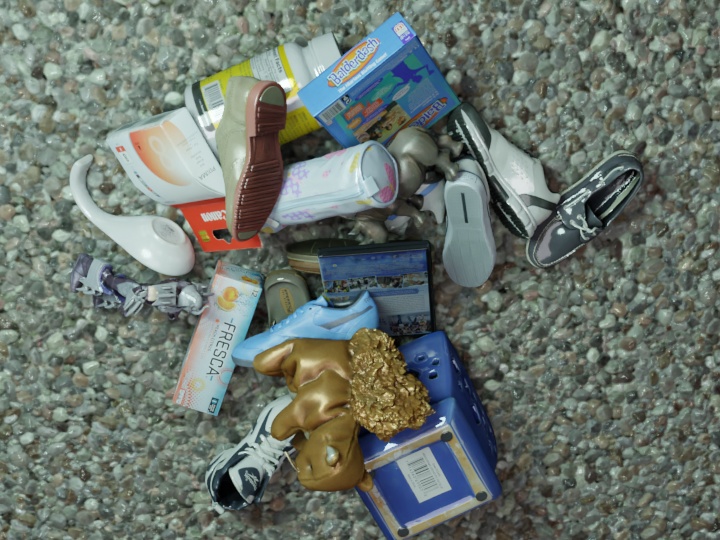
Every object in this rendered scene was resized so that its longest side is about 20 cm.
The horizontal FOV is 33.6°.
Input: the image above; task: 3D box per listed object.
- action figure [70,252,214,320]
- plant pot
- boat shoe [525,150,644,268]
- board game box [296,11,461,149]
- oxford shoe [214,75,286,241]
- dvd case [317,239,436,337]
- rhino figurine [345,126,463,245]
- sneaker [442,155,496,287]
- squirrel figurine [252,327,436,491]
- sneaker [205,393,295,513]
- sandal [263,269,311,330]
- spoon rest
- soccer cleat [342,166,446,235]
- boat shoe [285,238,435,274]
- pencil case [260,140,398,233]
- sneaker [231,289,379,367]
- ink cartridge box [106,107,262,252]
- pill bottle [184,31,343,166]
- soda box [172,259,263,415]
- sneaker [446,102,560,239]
[{"bbox_3d":[-0.277,0.031,1.538,0.200,0.130,0.069,11,85,30],"label":"action figure"},{"bbox_3d":[0.073,0.234,1.604,0.200,0.180,0.200,-25,116,7],"label":"plant pot"},{"bbox_3d":[0.297,-0.076,1.580,0.073,0.063,0.200,40,103,-15],"label":"boat shoe"},{"bbox_3d":[0.027,-0.210,1.446,0.152,0.200,0.045,-38,65,6],"label":"board game box"},{"bbox_3d":[-0.138,-0.135,1.425,0.075,0.070,0.200,23,110,34],"label":"oxford shoe"},{"bbox_3d":[0.025,0.030,1.564,0.142,0.018,0.200,-5,144,3],"label":"dvd case"},{"bbox_3d":[0.043,-0.094,1.497,0.087,0.060,0.200,27,107,-21],"label":"rhino figurine"},{"bbox_3d":[0.148,-0.063,1.567,0.073,0.071,0.200,8,137,12],"label":"sneaker"},{"bbox_3d":[-0.016,0.174,1.466,0.200,0.187,0.142,-25,132,12],"label":"squirrel figurine"},{"bbox_3d":[-0.136,0.262,1.640,0.199,0.130,0.080,-35,108,9],"label":"sneaker"},{"bbox_3d":[-0.082,0.089,1.611,0.082,0.055,0.200,-10,124,6],"label":"sandal"},{"bbox_3d":[-0.299,-0.063,1.550,0.200,0.099,0.061,42,119,0],"label":"spoon rest"},{"bbox_3d":[0.017,-0.082,1.561,0.200,0.070,0.086,-7,109,-1],"label":"soccer cleat"},{"bbox_3d":[0.000,0.000,1.587,0.200,0.072,0.068,3,115,2],"label":"boat shoe"},{"bbox_3d":[-0.051,-0.100,1.462,0.200,0.091,0.083,-11,100,34],"label":"pencil case"},{"bbox_3d":[-0.075,0.072,1.548,0.200,0.066,0.079,-13,108,3],"label":"sneaker"},{"bbox_3d":[-0.224,-0.100,1.502,0.050,0.162,0.200,-37,109,-31],"label":"ink cartridge box"},{"bbox_3d":[-0.108,-0.214,1.487,0.200,0.114,0.114,-22,109,5],"label":"pill bottle"},{"bbox_3d":[-0.193,0.091,1.614,0.068,0.064,0.200,19,108,-9],"label":"soda box"},{"bbox_3d":[0.186,-0.141,1.559,0.080,0.074,0.200,-39,107,-13],"label":"sneaker"}]
